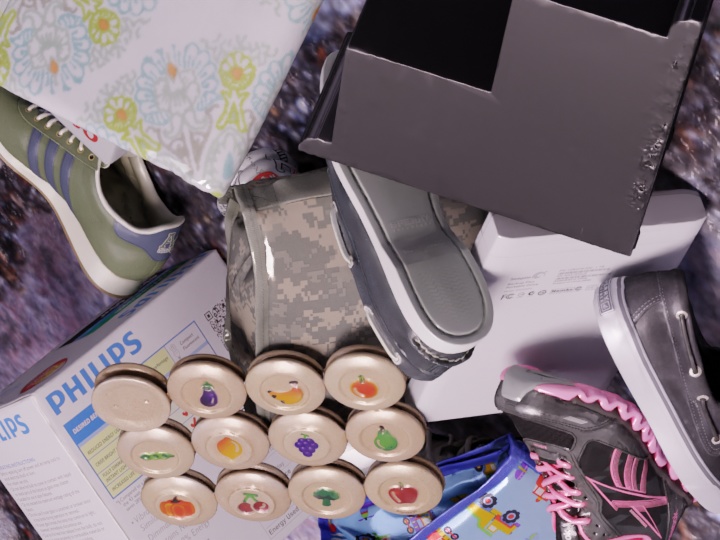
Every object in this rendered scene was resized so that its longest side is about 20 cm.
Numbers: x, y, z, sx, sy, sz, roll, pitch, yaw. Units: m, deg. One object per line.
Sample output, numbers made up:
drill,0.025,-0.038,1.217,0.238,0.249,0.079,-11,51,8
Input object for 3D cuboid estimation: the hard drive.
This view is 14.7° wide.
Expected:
hard drive,0.113,0.023,1.667,0.200,0.132,0.027,112,146,-53

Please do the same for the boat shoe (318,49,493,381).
boat shoe,0.013,-0.032,1.612,0.060,0.076,0.200,-49,50,52

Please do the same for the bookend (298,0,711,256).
bookend,0.082,-0.127,1.511,0.200,0.092,0.199,17,144,6

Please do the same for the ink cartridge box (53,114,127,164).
ink cartridge box,-0.171,-0.185,1.842,0.147,0.083,0.200,43,148,12

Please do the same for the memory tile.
memory tile,-0.056,0.105,1.732,0.200,0.017,0.153,-4,135,14

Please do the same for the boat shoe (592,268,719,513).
boat shoe,0.205,0.069,1.662,0.066,0.070,0.200,-19,127,18

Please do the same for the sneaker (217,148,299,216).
sneaker,-0.042,-0.003,1.902,0.108,0.067,0.201,60,173,31

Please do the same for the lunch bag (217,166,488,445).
lunch bag,0.000,0.000,1.731,0.200,0.164,0.118,93,164,-47

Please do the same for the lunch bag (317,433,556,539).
lunch bag,0.090,0.187,1.830,0.200,0.094,0.151,-32,126,33

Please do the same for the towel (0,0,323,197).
towel,-0.126,-0.160,1.691,0.200,0.171,0.048,27,-175,22

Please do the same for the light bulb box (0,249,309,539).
light bulb box,-0.143,0.126,2.026,0.125,0.198,0.200,-20,107,55

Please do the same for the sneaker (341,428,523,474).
sneaker,0.051,0.118,1.889,0.200,0.076,0.115,35,140,-14

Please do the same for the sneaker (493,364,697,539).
sneaker,0.140,0.126,1.704,0.079,0.095,0.200,21,169,45

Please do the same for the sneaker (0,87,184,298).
sneaker,-0.197,-0.083,2.011,0.090,0.067,0.200,-39,84,41
